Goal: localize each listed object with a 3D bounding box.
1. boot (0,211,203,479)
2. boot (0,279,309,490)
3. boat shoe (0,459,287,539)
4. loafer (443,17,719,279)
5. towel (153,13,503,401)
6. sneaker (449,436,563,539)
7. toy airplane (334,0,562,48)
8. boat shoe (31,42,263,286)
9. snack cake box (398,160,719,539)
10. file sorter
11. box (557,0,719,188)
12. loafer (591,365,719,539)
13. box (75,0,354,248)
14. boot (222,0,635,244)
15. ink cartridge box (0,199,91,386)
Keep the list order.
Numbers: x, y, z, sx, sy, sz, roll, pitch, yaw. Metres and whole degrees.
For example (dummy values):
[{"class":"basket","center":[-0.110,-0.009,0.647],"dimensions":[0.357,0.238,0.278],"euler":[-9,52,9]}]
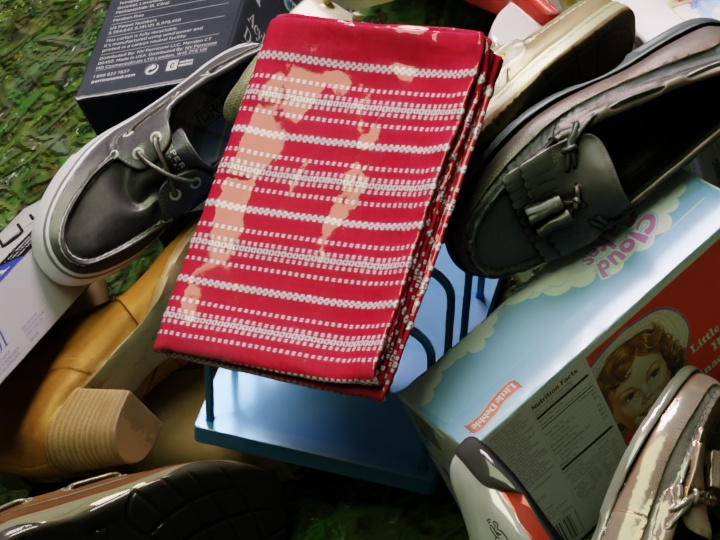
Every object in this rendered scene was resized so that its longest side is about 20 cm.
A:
[{"class":"boot","center":[-0.154,0.036,1.438],"dimensions":[0.143,0.071,0.202],"euler":[-2,47,37]},{"class":"boot","center":[-0.113,0.058,1.487],"dimensions":[0.198,0.066,0.176],"euler":[-7,55,24]},{"class":"boat shoe","center":[-0.136,0.142,1.351],"dimensions":[0.199,0.076,0.074],"euler":[-8,14,-33]},{"class":"loafer","center":[0.132,-0.064,1.283],"dimensions":[0.200,0.072,0.063],"euler":[-38,29,-12]},{"class":"towel","center":[-0.018,-0.039,1.271],"dimensions":[0.144,0.022,0.201],"euler":[10,72,30]},{"class":"sneaker","center":[0.071,0.188,1.172],"dimensions":[0.108,0.067,0.202],"euler":[-33,85,4]},{"class":"toy airplane","center":[0.073,-0.226,1.600],"dimensions":[0.197,0.142,0.200],"euler":[3,32,5]},{"class":"boat shoe","center":[-0.104,-0.066,1.412],"dimensions":[0.200,0.070,0.066],"euler":[-39,10,-26]},{"class":"snack cake box","center":[0.128,0.052,1.309],"dimensions":[0.200,0.115,0.067],"euler":[-40,42,-13]},{"class":"file sorter","center":[0.000,0.000,1.384],"dimensions":[0.138,0.123,0.201],"euler":[11,45,10]},{"class":"box","center":[0.193,-0.149,1.442],"dimensions":[0.101,0.113,0.200],"euler":[-29,39,-3]},{"class":"loafer","center":[0.149,0.144,1.251],"dimensions":[0.063,0.072,0.201],"euler":[22,67,22]},{"class":"box","center":[-0.086,-0.135,1.596],"dimensions":[0.106,0.149,0.201],"euler":[-8,45,22]},{"class":"boot","center":[0.039,-0.110,1.348],"dimensions":[0.200,0.072,0.154],"euler":[-40,55,-18]},{"class":"ink cartridge box","center":[-0.206,0.017,1.430],"dimensions":[0.094,0.044,0.200],"euler":[-25,19,39]}]
